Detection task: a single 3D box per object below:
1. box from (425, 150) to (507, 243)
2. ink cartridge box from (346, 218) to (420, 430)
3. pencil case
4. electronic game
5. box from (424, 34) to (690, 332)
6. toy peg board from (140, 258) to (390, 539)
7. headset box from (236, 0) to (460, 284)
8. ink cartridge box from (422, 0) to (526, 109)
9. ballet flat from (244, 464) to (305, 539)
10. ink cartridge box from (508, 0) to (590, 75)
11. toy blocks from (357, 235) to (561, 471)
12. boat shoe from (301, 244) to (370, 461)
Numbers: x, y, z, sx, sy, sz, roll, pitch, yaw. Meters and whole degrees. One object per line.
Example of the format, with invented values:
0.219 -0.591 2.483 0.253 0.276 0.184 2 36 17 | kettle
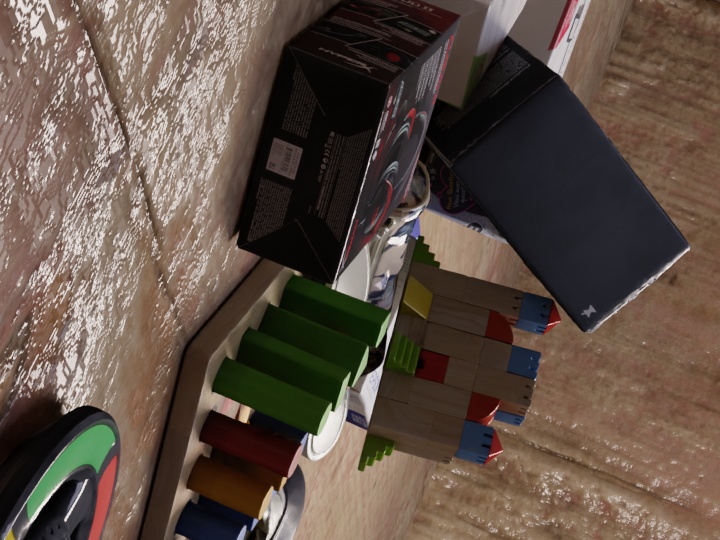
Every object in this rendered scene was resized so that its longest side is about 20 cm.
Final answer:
0.125 -0.108 1.776 0.200 0.114 0.133 -53 164 -84 | box
0.031 0.038 1.667 0.200 0.040 0.201 75 37 -75 | ink cartridge box
0.000 0.000 1.466 0.090 0.077 0.201 -71 177 -52 | pencil case
-0.176 0.165 0.933 0.200 0.041 0.201 22 90 -81 | electronic game
0.157 -0.081 1.554 0.124 0.200 0.197 -39 -159 5 | box
-0.064 0.109 1.291 0.200 0.097 0.200 -53 162 -58 | toy peg board
-0.002 -0.102 1.227 0.200 0.075 0.149 -50 160 -62 | headset box
0.103 -0.248 1.530 0.117 0.067 0.200 103 13 -46 | ink cartridge box
-0.098 0.220 1.448 0.073 0.073 0.200 99 18 -55 | ballet flat
0.187 -0.257 1.948 0.200 0.083 0.146 -28 139 -76 | ink cartridge box
0.088 0.085 1.503 0.100 0.136 0.201 105 0 -66 | toy blocks
-0.037 0.052 1.413 0.075 0.062 0.201 -30 135 -50 | boat shoe
